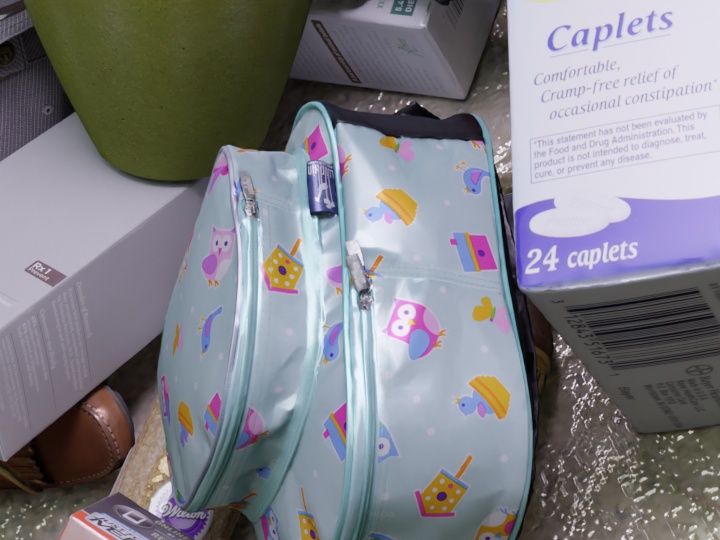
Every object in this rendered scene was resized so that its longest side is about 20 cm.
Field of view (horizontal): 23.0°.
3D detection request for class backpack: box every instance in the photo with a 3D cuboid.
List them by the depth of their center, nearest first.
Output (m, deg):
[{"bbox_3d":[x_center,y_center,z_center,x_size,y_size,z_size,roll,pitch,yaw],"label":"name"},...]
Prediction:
[{"bbox_3d":[-0.005,0.047,0.758,0.153,0.176,0.201,-2,57,-22],"label":"backpack"}]

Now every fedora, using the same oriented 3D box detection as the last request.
[{"bbox_3d":[-0.210,-0.101,1.009,0.176,0.091,0.200,-3,25,49],"label":"fedora"}]

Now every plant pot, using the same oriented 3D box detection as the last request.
[{"bbox_3d":[-0.096,-0.154,0.890,0.186,0.201,0.187,0,37,0],"label":"plant pot"}]

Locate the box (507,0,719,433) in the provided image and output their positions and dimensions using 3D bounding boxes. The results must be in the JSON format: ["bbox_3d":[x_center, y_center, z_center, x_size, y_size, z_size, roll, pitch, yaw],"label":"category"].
[{"bbox_3d":[0.146,-0.052,0.812,0.104,0.184,0.201,-10,63,21],"label":"box"}]

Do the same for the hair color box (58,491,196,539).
[{"bbox_3d":[-0.120,0.218,0.813,0.111,0.064,0.201,28,99,11],"label":"hair color box"}]

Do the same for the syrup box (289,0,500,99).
[{"bbox_3d":[-0.028,-0.160,1.003,0.199,0.081,0.079,11,70,26],"label":"syrup box"}]

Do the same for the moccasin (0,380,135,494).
[{"bbox_3d":[-0.212,0.090,0.957,0.200,0.074,0.078,3,25,25],"label":"moccasin"}]

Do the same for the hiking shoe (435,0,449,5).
[{"bbox_3d":[0.067,-0.169,0.881,0.199,0.074,0.087,9,79,40],"label":"hiking shoe"}]

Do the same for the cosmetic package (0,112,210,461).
[{"bbox_3d":[-0.159,-0.003,0.932,0.107,0.090,0.200,22,48,28],"label":"cosmetic package"}]

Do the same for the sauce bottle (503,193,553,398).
[{"bbox_3d":[0.057,0.059,0.870,0.064,0.065,0.201,10,72,28],"label":"sauce bottle"}]

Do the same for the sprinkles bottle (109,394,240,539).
[{"bbox_3d":[-0.098,0.127,0.904,0.068,0.068,0.201,15,73,29],"label":"sprinkles bottle"}]
